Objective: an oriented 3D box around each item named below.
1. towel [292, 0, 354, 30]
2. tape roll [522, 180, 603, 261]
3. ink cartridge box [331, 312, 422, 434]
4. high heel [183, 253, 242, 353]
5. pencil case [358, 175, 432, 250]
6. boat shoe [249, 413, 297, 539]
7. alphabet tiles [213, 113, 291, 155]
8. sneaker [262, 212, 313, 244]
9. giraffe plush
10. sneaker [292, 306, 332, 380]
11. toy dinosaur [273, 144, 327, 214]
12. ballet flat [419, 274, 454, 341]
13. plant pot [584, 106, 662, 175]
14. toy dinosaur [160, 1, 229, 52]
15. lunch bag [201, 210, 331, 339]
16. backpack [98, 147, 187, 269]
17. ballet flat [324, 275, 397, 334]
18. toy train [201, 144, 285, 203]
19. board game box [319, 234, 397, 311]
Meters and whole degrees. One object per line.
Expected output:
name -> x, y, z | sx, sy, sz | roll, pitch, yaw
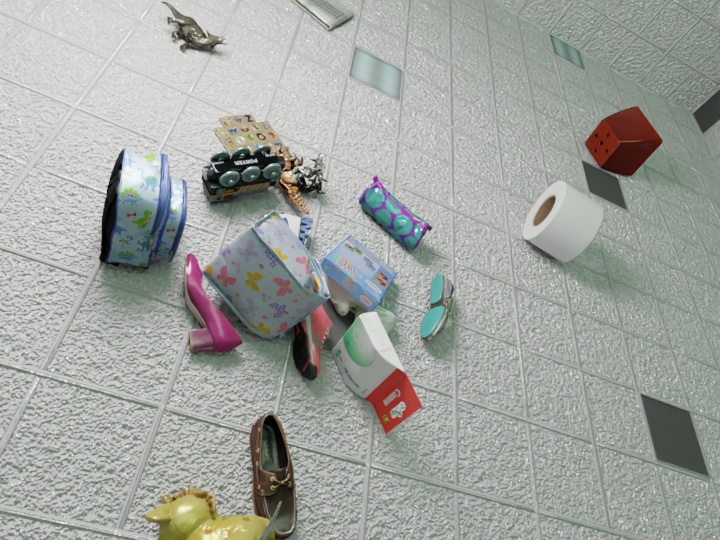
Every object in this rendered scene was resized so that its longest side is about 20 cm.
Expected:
towel -> -0.136, -0.939, 1.893 | 0.199, 0.035, 0.193 | 38, 47, 1
tape roll -> 0.605, -0.147, 1.616 | 0.138, 0.203, 0.204 | 29, 47, -6
ink cartridge box -> 0.024, 0.206, 1.046 | 0.050, 0.161, 0.202 | -9, 62, -32
high heel -> -0.288, 0.060, 1.038 | 0.095, 0.067, 0.202 | -5, 74, -21
pencil case -> 0.088, -0.147, 1.394 | 0.200, 0.093, 0.085 | 41, 47, 5
boat shoe -> -0.148, 0.344, 0.908 | 0.070, 0.070, 0.202 | -2, 60, -32
alphabet tiles -> -0.273, -0.324, 1.376 | 0.165, 0.006, 0.201 | -22, 70, -40
sneaker -> -0.180, -0.061, 1.192 | 0.114, 0.081, 0.201 | 20, 43, -10
giraffe plush -> -0.230, 0.396, 0.780 | 0.161, 0.173, 0.201 | 21, 56, 15
sneaker -> -0.091, 0.125, 1.100 | 0.086, 0.074, 0.202 | 7, 54, -28
toy dinosaur -> -0.158, -0.224, 1.330 | 0.134, 0.102, 0.203 | -10, 84, -19
ballet flat -> 0.194, 0.099, 1.292 | 0.071, 0.072, 0.202 | 27, 49, -9
plant pot -> 1.029, -0.514, 2.152 | 0.174, 0.200, 0.202 | -6, 60, -20
toy dinosaur -> -0.469, -0.658, 1.480 | 0.199, 0.077, 0.102 | 37, 35, 6
lunch bag -> -0.174, 0.018, 1.048 | 0.201, 0.169, 0.127 | 51, 28, -4
backpack -> -0.405, -0.122, 1.016 | 0.145, 0.200, 0.185 | 6, 53, -26
ballet flat -> -0.010, 0.083, 1.191 | 0.199, 0.070, 0.070 | 30, 47, -8
toy train -> -0.267, -0.217, 1.221 | 0.198, 0.114, 0.086 | -18, 68, -34
board game box -> 0.000, 0.000, 1.220 | 0.151, 0.037, 0.200 | 39, 22, 1
